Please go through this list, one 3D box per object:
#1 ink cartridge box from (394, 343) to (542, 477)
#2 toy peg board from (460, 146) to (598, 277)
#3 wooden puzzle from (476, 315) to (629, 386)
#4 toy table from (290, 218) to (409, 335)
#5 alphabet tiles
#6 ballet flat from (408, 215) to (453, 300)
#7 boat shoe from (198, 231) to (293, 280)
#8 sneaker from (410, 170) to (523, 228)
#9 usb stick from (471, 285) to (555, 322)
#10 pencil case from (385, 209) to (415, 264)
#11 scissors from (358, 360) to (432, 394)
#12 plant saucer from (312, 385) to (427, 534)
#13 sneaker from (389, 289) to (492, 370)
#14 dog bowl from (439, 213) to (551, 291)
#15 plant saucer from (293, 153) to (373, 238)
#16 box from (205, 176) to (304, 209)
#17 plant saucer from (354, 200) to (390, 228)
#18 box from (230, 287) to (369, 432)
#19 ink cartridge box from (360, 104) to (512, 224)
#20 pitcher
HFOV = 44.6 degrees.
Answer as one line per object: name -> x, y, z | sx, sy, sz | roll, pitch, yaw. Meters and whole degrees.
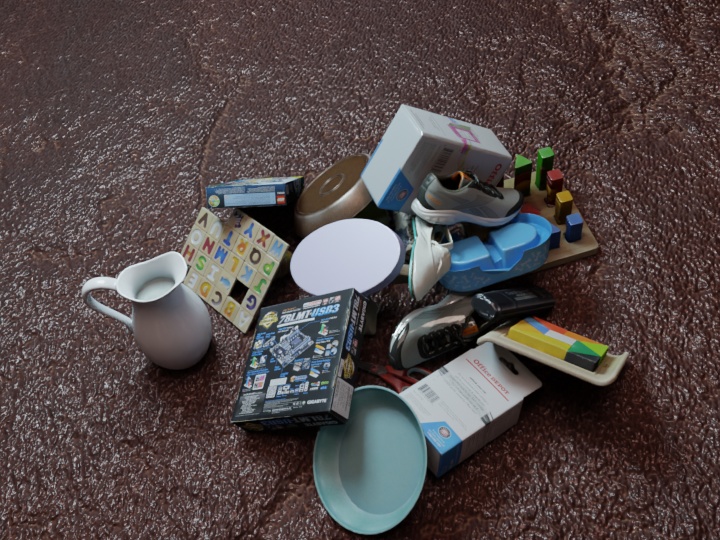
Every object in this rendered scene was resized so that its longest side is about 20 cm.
ink cartridge box -> 0.155, 0.196, 1.285 | 0.199, 0.068, 0.116 | -28, 54, -25
toy peg board -> 0.276, -0.105, 1.495 | 0.198, 0.098, 0.200 | -16, 52, -4
wooden puzzle -> 0.288, 0.110, 1.292 | 0.198, 0.038, 0.185 | 17, 12, 21
toy table -> 0.000, 0.000, 1.405 | 0.198, 0.117, 0.186 | 8, 76, 33
alphabet tiles -> -0.224, -0.017, 1.484 | 0.199, 0.008, 0.168 | 34, 104, 29
ballet flat -> 0.108, -0.029, 1.327 | 0.069, 0.070, 0.201 | -1, 34, 7
boat shoe -> -0.202, -0.027, 1.525 | 0.199, 0.073, 0.068 | 21, 29, 30
sneaker -> 0.177, -0.116, 1.371 | 0.198, 0.080, 0.074 | -3, 36, -29
usb stick -> 0.237, 0.050, 1.348 | 0.055, 0.033, 0.199 | 35, 23, 30
pencil case -> 0.089, -0.101, 1.508 | 0.089, 0.078, 0.202 | -1, 61, -24
scissors -> 0.036, 0.155, 1.381 | 0.199, 0.014, 0.073 | 29, 62, 28
plant saucer -> 0.019, 0.264, 1.230 | 0.199, 0.036, 0.202 | -12, 71, 36
sneaker -> 0.128, 0.091, 1.352 | 0.199, 0.075, 0.079 | -31, 34, -20
dog bowl -> 0.205, -0.026, 1.379 | 0.198, 0.050, 0.112 | -18, 32, -4
plant saucer -> -0.041, -0.137, 1.506 | 0.199, 0.035, 0.201 | -29, 29, 18
box -> -0.179, -0.138, 1.541 | 0.135, 0.038, 0.200 | -3, 9, 6
plant saucer -> 0.003, -0.135, 1.598 | 0.198, 0.031, 0.202 | -4, 52, 5
box -> -0.090, 0.137, 1.320 | 0.199, 0.050, 0.200 | -13, 51, 35
ink cartridge box -> 0.123, -0.165, 1.409 | 0.198, 0.145, 0.085 | 9, 38, -36
pitcher -> -0.328, 0.070, 1.374 | 0.169, 0.201, 0.122 | -5, 51, 4
